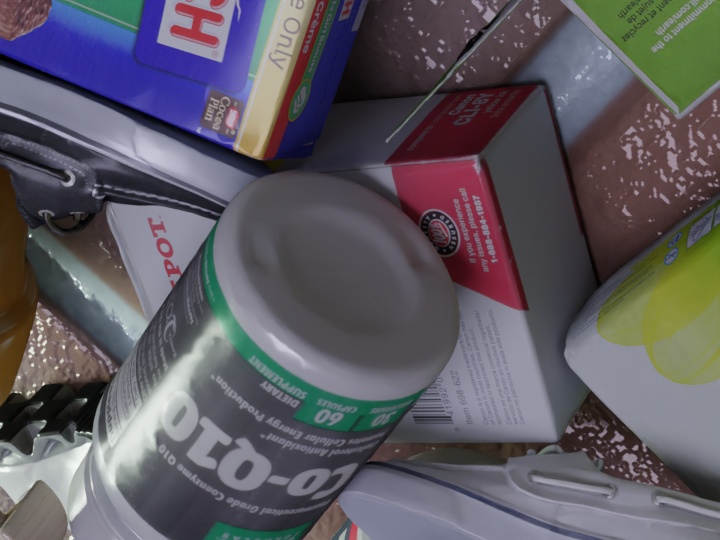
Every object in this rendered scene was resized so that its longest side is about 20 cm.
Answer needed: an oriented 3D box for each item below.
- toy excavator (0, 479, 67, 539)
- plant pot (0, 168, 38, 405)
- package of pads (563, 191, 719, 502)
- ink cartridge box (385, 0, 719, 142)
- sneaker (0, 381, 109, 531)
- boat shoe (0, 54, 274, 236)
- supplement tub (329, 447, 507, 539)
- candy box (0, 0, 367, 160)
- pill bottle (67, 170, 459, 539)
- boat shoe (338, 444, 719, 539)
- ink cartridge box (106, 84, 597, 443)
[{"bbox_3d":[-0.212,0.038,0.883,0.194,0.100,0.201,25,138,10],"label":"toy excavator"},{"bbox_3d":[-0.241,-0.048,0.997,0.199,0.200,0.184,27,113,11],"label":"plant pot"},{"bbox_3d":[0.204,0.053,0.880,0.200,0.068,0.154,45,129,-4],"label":"package of pads"},{"bbox_3d":[0.118,-0.114,0.768,0.076,0.148,0.200,43,131,-4],"label":"ink cartridge box"},{"bbox_3d":[-0.121,0.107,1.096,0.199,0.074,0.089,-5,118,42],"label":"sneaker"},{"bbox_3d":[-0.137,-0.051,0.881,0.199,0.070,0.067,20,101,-2],"label":"boat shoe"},{"bbox_3d":[0.024,0.197,1.024,0.140,0.140,0.200,39,130,1],"label":"supplement tub"},{"bbox_3d":[-0.091,-0.160,0.865,0.199,0.077,0.170,22,103,13],"label":"candy box"},{"bbox_3d":[-0.049,0.059,0.885,0.113,0.113,0.200,38,132,2],"label":"pill bottle"},{"bbox_3d":[0.091,0.113,0.897,0.199,0.066,0.074,17,151,14],"label":"boat shoe"},{"bbox_3d":[0.000,0.000,0.948,0.199,0.083,0.146,-3,119,30],"label":"ink cartridge box"}]
